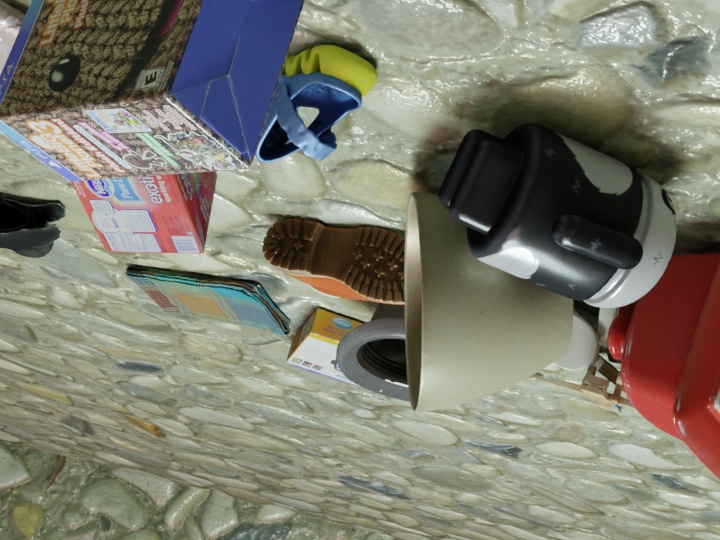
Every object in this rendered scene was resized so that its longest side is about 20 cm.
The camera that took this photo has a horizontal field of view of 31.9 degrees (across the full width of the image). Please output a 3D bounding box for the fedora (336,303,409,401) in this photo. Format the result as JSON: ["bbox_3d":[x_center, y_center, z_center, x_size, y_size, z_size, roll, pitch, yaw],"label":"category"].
[{"bbox_3d":[0.066,0.077,1.493,0.175,0.091,0.200,16,153,-7],"label":"fedora"}]

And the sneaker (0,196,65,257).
[{"bbox_3d":[-0.458,-0.061,1.575,0.197,0.061,0.104,8,160,5],"label":"sneaker"}]

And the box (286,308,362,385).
[{"bbox_3d":[-0.029,0.110,1.727,0.118,0.042,0.200,19,162,-9],"label":"box"}]

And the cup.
[{"bbox_3d":[0.117,0.029,1.162,0.141,0.203,0.201,0,160,-3],"label":"cup"}]

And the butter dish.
[{"bbox_3d":[0.300,0.073,1.173,0.147,0.202,0.199,10,160,38],"label":"butter dish"}]

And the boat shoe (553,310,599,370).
[{"bbox_3d":[0.159,0.024,1.273,0.199,0.072,0.068,34,-175,9],"label":"boat shoe"}]

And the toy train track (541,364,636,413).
[{"bbox_3d":[0.251,0.120,1.289,0.114,0.033,0.200,16,173,19],"label":"toy train track"}]

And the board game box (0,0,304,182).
[{"bbox_3d":[-0.159,-0.163,0.940,0.198,0.161,0.097,-1,153,37],"label":"board game box"}]

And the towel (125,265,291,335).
[{"bbox_3d":[-0.204,0.042,1.701,0.198,0.022,0.147,8,158,21],"label":"towel"}]

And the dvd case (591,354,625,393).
[{"bbox_3d":[0.258,0.097,1.405,0.200,0.016,0.149,35,-175,-43],"label":"dvd case"}]

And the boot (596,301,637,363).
[{"bbox_3d":[0.320,0.059,1.295,0.143,0.073,0.200,7,166,22],"label":"boot"}]

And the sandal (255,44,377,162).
[{"bbox_3d":[-0.076,-0.131,1.068,0.079,0.088,0.199,29,158,-37],"label":"sandal"}]

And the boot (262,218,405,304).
[{"bbox_3d":[0.000,0.000,1.383,0.198,0.076,0.107,16,165,26],"label":"boot"}]

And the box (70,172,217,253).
[{"bbox_3d":[-0.202,-0.107,1.132,0.101,0.096,0.201,0,148,9],"label":"box"}]

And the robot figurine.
[{"bbox_3d":[0.168,-0.048,1.053,0.198,0.151,0.125,22,142,-15],"label":"robot figurine"}]

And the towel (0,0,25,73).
[{"bbox_3d":[-0.294,-0.172,1.200,0.199,0.033,0.190,27,157,-30],"label":"towel"}]
